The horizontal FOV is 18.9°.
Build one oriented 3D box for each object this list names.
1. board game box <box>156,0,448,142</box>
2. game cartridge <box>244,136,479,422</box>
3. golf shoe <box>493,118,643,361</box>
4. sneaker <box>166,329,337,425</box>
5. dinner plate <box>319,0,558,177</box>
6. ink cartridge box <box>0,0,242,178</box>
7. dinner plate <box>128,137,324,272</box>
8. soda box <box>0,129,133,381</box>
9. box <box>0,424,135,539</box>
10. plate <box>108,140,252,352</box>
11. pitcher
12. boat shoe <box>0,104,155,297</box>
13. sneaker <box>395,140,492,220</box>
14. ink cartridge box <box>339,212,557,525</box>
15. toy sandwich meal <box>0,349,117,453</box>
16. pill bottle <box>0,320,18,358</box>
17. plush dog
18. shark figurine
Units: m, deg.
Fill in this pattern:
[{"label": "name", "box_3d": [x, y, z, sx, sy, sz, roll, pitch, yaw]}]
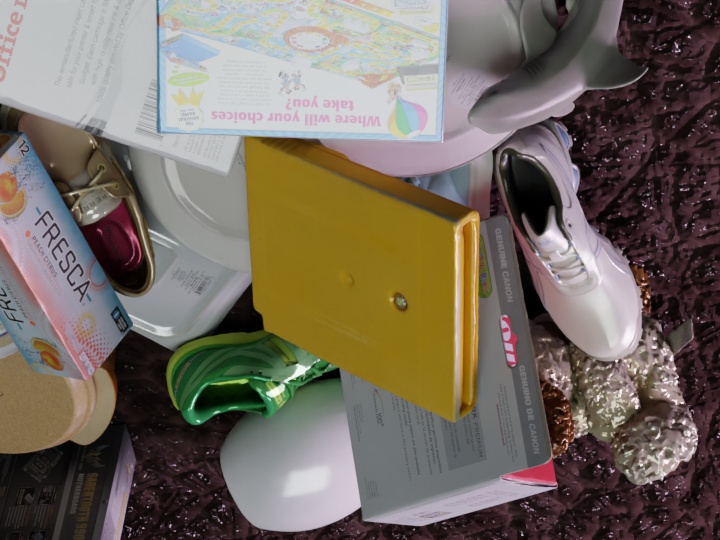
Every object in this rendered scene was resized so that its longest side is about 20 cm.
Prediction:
[{"label": "board game box", "box_3d": [-0.040, -0.159, 1.489, 0.200, 0.034, 0.135, 2, 111, 0]}, {"label": "game cartridge", "box_3d": [0.000, 0.000, 1.583, 0.200, 0.032, 0.176, 26, 132, 33]}, {"label": "golf shoe", "box_3d": [0.148, -0.016, 1.643, 0.078, 0.097, 0.200, -25, 93, 21]}, {"label": "sneaker", "box_3d": [-0.063, 0.082, 1.804, 0.200, 0.084, 0.074, -20, 135, 8]}, {"label": "dinner plate", "box_3d": [0.049, -0.153, 1.542, 0.200, 0.024, 0.200, -8, 122, -13]}, {"label": "ink cartridge box", "box_3d": [-0.164, -0.173, 1.549, 0.200, 0.086, 0.147, 19, 112, -4]}, {"label": "dinner plate", "box_3d": [-0.085, -0.086, 1.650, 0.200, 0.024, 0.200, 5, 114, 11]}, {"label": "soda box", "box_3d": [-0.249, -0.011, 1.619, 0.064, 0.068, 0.200, 9, 138, 36]}, {"label": "box", "box_3d": [-0.288, 0.220, 1.879, 0.158, 0.200, 0.048, -4, 129, 7]}, {"label": "plate", "box_3d": [-0.177, -0.020, 1.764, 0.200, 0.032, 0.200, 26, 129, -18]}, {"label": "pitcher", "box_3d": [-0.004, 0.156, 1.865, 0.200, 0.121, 0.172, -26, 142, 12]}, {"label": "boat shoe", "box_3d": [-0.206, -0.059, 1.649, 0.074, 0.069, 0.200, -35, 131, -6]}, {"label": "sneaker", "box_3d": [0.053, -0.080, 1.649, 0.082, 0.074, 0.200, -16, 133, -11]}, {"label": "ink cartridge box", "box_3d": [0.078, 0.077, 1.646, 0.176, 0.200, 0.084, -20, 160, 33]}, {"label": "toy sandwich meal", "box_3d": [-0.304, 0.078, 1.845, 0.205, 0.070, 0.205, 7, 135, 7]}, {"label": "pill bottle", "box_3d": [-0.318, -0.035, 1.672, 0.116, 0.116, 0.200, -13, 127, 16]}, {"label": "plush dog", "box_3d": [0.157, 0.081, 1.739, 0.172, 0.200, 0.161, -7, 107, -28]}, {"label": "shark figurine", "box_3d": [0.171, -0.175, 1.530, 0.128, 0.089, 0.215, 26, 91, -51]}]
